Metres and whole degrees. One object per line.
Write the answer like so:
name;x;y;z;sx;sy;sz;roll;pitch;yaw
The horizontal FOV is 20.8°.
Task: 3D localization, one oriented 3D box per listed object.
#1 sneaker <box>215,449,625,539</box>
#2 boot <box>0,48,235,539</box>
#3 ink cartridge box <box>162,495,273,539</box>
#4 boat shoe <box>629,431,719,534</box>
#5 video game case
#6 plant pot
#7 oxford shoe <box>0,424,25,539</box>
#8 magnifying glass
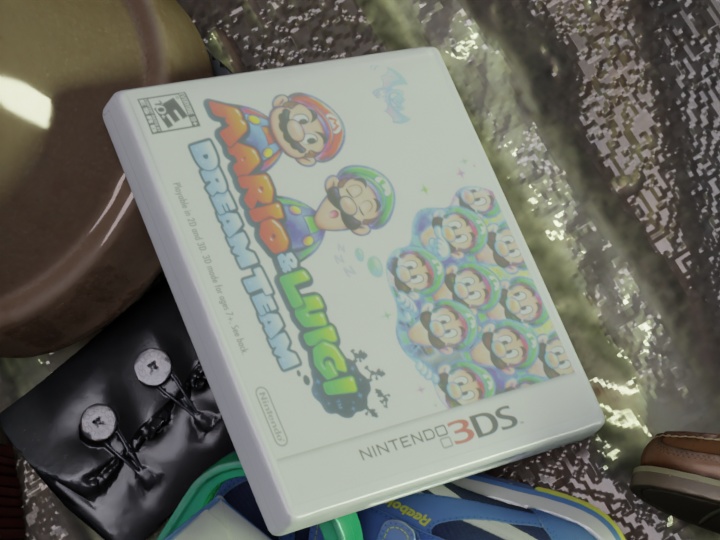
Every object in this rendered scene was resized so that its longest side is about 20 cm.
sneaker;0.017;0.125;0.868;0.198;0.082;0.075;10;118;14
boot;-0.094;0.012;0.937;0.200;0.066;0.165;-45;73;3
ink cartridge box;-0.077;0.211;0.853;0.115;0.068;0.201;39;121;10
boat shoe;0.219;0.090;0.860;0.198;0.072;0.069;11;76;3
video game case;0.000;0.000;0.866;0.181;0.024;0.201;-12;72;-36
plant pot;-0.191;-0.077;0.882;0.199;0.174;0.202;-11;67;29
oxford shoe;-0.205;0.164;0.919;0.074;0.070;0.202;2;78;16
magnifying glass;-0.082;0.136;0.878;0.199;0.022;0.080;-25;97;35
